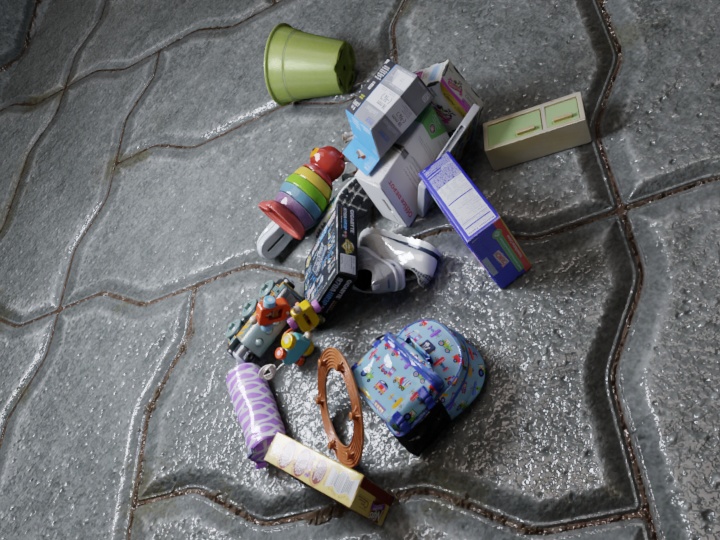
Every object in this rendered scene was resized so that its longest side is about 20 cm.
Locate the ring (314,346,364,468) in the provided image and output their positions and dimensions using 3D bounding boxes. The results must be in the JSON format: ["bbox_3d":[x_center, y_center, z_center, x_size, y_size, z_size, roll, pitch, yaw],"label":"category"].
[{"bbox_3d":[-0.041,0.234,1.171,0.019,0.204,0.202,-6,42,-23],"label":"ring"}]

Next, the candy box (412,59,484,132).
[{"bbox_3d":[0.142,-0.350,1.440,0.197,0.136,0.062,-5,55,49],"label":"candy box"}]

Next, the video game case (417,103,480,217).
[{"bbox_3d":[0.174,-0.215,1.362,0.018,0.144,0.202,32,78,13],"label":"video game case"}]

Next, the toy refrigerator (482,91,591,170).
[{"bbox_3d":[0.340,-0.271,1.335,0.195,0.070,0.078,-14,53,24],"label":"toy refrigerator"}]

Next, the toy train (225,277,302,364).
[{"bbox_3d":[-0.197,0.103,1.398,0.201,0.085,0.114,-50,25,-7],"label":"toy train"}]

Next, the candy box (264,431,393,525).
[{"bbox_3d":[-0.054,0.344,1.137,0.196,0.117,0.057,13,66,37],"label":"candy box"}]

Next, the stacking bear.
[{"bbox_3d":[-0.108,-0.179,1.460,0.202,0.113,0.121,-53,19,-10],"label":"stacking bear"}]

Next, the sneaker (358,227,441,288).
[{"bbox_3d":[0.064,-0.028,1.349,0.197,0.076,0.083,17,84,42],"label":"sneaker"}]

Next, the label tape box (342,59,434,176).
[{"bbox_3d":[0.034,-0.304,1.352,0.201,0.063,0.145,-48,35,6],"label":"label tape box"}]

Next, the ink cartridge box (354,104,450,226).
[{"bbox_3d":[0.095,-0.217,1.403,0.083,0.146,0.202,24,73,42],"label":"ink cartridge box"}]

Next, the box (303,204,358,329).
[{"bbox_3d":[-0.062,-0.004,1.349,0.201,0.045,0.163,125,151,-48],"label":"box"}]

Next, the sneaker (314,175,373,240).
[{"bbox_3d":[-0.036,-0.144,1.465,0.200,0.077,0.081,-45,31,25],"label":"sneaker"}]

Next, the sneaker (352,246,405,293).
[{"bbox_3d":[0.000,0.000,1.330,0.080,0.077,0.198,-15,14,-33],"label":"sneaker"}]

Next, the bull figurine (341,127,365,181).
[{"bbox_3d":[0.017,-0.252,1.524,0.117,0.066,0.204,-1,51,5],"label":"bull figurine"}]

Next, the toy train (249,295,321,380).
[{"bbox_3d":[-0.151,0.110,1.301,0.147,0.204,0.056,-17,46,-27],"label":"toy train"}]

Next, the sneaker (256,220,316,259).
[{"bbox_3d":[-0.161,-0.111,1.548,0.199,0.074,0.071,-40,30,-8],"label":"sneaker"}]

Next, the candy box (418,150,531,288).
[{"bbox_3d":[0.204,-0.090,1.231,0.076,0.169,0.202,-35,48,9],"label":"candy box"}]

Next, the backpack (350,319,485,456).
[{"bbox_3d":[0.101,0.172,1.145,0.199,0.135,0.183,-41,48,-3],"label":"backpack"}]

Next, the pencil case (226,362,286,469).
[{"bbox_3d":[-0.199,0.273,1.309,0.087,0.082,0.202,-63,37,32],"label":"pencil case"}]

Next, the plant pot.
[{"bbox_3d":[-0.115,-0.515,1.735,0.185,0.201,0.204,9,64,21],"label":"plant pot"}]
